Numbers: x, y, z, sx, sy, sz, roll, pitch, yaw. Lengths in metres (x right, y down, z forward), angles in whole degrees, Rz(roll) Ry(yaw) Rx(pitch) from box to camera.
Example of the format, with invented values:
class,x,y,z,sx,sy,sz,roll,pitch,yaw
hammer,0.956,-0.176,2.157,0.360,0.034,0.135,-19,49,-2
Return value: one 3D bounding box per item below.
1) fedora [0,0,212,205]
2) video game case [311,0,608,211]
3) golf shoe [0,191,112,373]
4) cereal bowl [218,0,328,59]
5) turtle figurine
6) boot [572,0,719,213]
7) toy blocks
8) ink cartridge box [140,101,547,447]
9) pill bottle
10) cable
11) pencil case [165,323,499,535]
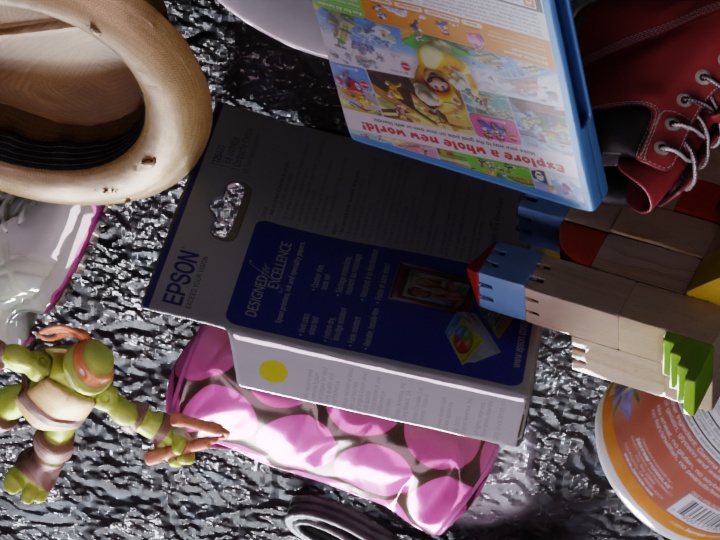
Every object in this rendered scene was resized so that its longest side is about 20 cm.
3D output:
class,x,y,z,sx,sy,sz,roll,pitch,yaw
fedora,-0.165,-0.120,1.402,0.199,0.082,0.201,12,140,10
video game case,0.036,-0.119,1.230,0.142,0.018,0.201,18,144,30
golf shoe,-0.205,-0.013,1.545,0.091,0.076,0.200,30,136,-12
cereal bowl,0.008,-0.195,1.267,0.198,0.084,0.201,9,139,8
turtle figurine,-0.186,0.070,1.545,0.199,0.065,0.161,21,147,-24
boot,0.187,-0.090,1.284,0.199,0.145,0.073,-10,133,26
toy blocks,0.142,-0.017,1.365,0.136,0.200,0.100,17,141,21
ink cartridge box,0.000,0.000,1.401,0.198,0.198,0.047,12,126,3
pill bottle,0.226,0.061,1.466,0.112,0.113,0.200,30,137,-17
cable,0.051,0.184,1.729,0.199,0.051,0.097,20,158,13
pencil case,-0.019,0.094,1.599,0.199,0.091,0.094,21,104,-4
